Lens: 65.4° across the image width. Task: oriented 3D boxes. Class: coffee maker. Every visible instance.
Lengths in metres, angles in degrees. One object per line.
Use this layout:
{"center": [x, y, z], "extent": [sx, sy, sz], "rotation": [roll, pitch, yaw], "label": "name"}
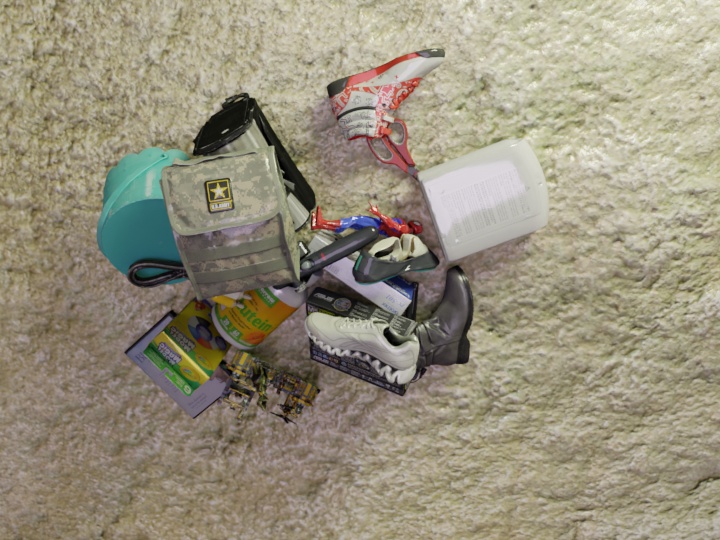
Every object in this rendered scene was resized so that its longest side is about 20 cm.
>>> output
{"center": [-0.163, -0.173, 0.933], "extent": [0.134, 0.193, 0.200], "rotation": [-9, 130, 29], "label": "coffee maker"}

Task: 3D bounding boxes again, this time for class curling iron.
{"center": [0.101, 0.119, 1.072], "extent": [0.049, 0.026, 0.201], "rotation": [-6, 104, -15], "label": "curling iron"}

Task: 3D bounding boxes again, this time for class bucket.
{"center": [-0.334, -0.085, 0.941], "extent": [0.206, 0.135, 0.208], "rotation": [-9, 131, -10], "label": "bucket"}

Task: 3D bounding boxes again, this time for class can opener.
{"center": [-0.061, -0.024, 0.914], "extent": [0.199, 0.063, 0.079], "rotation": [-23, 98, 10], "label": "can opener"}

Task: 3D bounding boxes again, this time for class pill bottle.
{"center": [-0.167, 0.043, 1.021], "extent": [0.200, 0.111, 0.111], "rotation": [-42, 101, 16], "label": "pill bottle"}

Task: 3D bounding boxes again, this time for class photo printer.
{"center": [0.213, -0.122, 0.949], "extent": [0.199, 0.069, 0.167], "rotation": [-21, 106, 6], "label": "photo printer"}

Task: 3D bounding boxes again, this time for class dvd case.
{"center": [-0.361, 0.194, 1.139], "extent": [0.143, 0.018, 0.200], "rotation": [-39, 101, 16], "label": "dvd case"}

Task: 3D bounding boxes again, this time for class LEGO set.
{"center": [-0.185, 0.239, 1.064], "extent": [0.199, 0.154, 0.116], "rotation": [29, 75, -16], "label": "LEGO set"}

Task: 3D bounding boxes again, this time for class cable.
{"center": [-0.271, 0.008, 0.916], "extent": [0.199, 0.050, 0.097], "rotation": [10, 122, -27], "label": "cable"}

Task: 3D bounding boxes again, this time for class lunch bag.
{"center": [-0.183, -0.074, 0.814], "extent": [0.163, 0.118, 0.201], "rotation": [-10, 122, 0], "label": "lunch bag"}

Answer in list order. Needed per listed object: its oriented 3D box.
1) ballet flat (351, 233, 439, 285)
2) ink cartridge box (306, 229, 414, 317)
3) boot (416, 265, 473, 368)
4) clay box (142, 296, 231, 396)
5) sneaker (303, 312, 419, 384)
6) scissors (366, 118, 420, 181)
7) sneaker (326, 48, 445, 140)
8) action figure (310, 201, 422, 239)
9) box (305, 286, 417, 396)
{"center": [0.068, -0.025, 0.949], "extent": [0.073, 0.199, 0.074], "rotation": [15, 110, 45], "label": "ballet flat"}
{"center": [0.000, 0.000, 0.996], "extent": [0.200, 0.094, 0.044], "rotation": [34, 108, -2], "label": "ink cartridge box"}
{"center": [0.132, 0.095, 1.018], "extent": [0.131, 0.070, 0.201], "rotation": [-6, 107, -10], "label": "boot"}
{"center": [-0.301, 0.131, 1.016], "extent": [0.048, 0.200, 0.115], "rotation": [-39, 102, 16], "label": "clay box"}
{"center": [0.004, 0.106, 0.911], "extent": [0.199, 0.075, 0.081], "rotation": [21, 124, 11], "label": "sneaker"}
{"center": [0.085, -0.172, 0.980], "extent": [0.073, 0.014, 0.200], "rotation": [-31, 104, 11], "label": "scissors"}
{"center": [0.051, -0.278, 0.911], "extent": [0.200, 0.067, 0.109], "rotation": [-15, 98, 16], "label": "sneaker"}
{"center": [0.016, -0.084, 0.979], "extent": [0.199, 0.065, 0.052], "rotation": [8, 76, -17], "label": "action figure"}
{"center": [-0.001, 0.128, 1.010], "extent": [0.199, 0.044, 0.161], "rotation": [18, 133, 21], "label": "box"}
